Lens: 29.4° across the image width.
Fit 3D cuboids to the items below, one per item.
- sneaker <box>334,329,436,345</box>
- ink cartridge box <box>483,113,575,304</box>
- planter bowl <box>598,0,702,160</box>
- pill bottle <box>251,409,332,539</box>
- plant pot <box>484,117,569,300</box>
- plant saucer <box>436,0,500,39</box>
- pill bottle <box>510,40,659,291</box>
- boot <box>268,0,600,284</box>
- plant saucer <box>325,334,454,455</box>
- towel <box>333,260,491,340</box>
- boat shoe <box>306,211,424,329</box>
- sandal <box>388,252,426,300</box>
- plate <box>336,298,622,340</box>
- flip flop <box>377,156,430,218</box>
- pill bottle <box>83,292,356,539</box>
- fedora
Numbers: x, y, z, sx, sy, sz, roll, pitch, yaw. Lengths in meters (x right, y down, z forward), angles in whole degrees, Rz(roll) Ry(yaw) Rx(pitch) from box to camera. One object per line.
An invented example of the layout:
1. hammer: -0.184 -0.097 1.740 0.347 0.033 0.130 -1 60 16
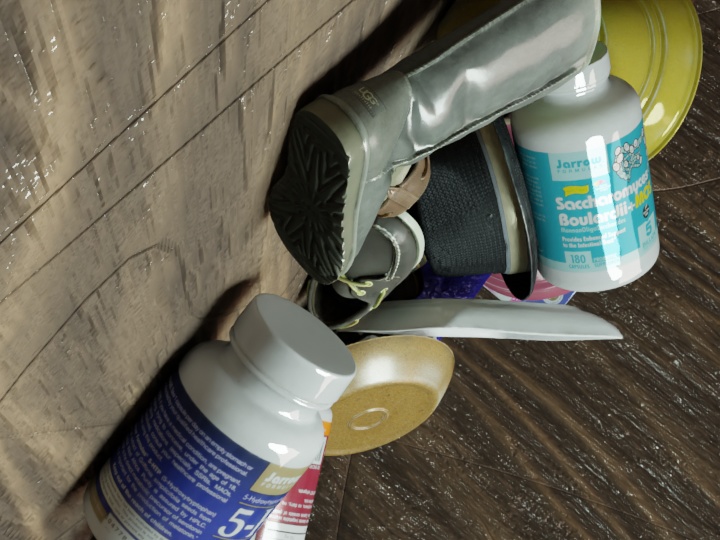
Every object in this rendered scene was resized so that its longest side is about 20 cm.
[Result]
1. sneaker: -0.016 0.078 1.378 0.199 0.076 0.088 -16 136 -22
2. ink cartridge box: 0.204 -0.062 1.651 0.197 0.200 0.043 -52 173 12
3. planter bowl: 0.203 -0.190 1.245 0.083 0.201 0.201 11 127 -41
4. pill bottle: -0.097 0.194 1.105 0.113 0.112 0.201 71 32 -83
5. plant pot: 0.175 -0.079 1.491 0.200 0.200 0.179 -51 158 3
6. plant saucer: 0.131 -0.213 0.936 0.200 0.048 0.200 -53 169 27
7. pill bottle: 0.189 -0.091 1.167 0.111 0.110 0.201 -44 130 -42
8. boot: 0.045 -0.089 0.837 0.200 0.073 0.182 -37 168 -27
9. plant saucer: 0.003 0.132 1.339 0.199 0.036 0.200 -15 150 -9
10. towel: 0.042 0.041 1.442 0.200 0.147 0.050 -55 -145 41
11. boat shoe: 0.000 0.000 1.167 0.061 0.072 0.201 -52 177 -23
12. sandal: 0.021 -0.009 1.262 0.054 0.082 0.200 -29 175 -7
13. plate: 0.109 0.046 1.281 0.200 0.199 0.032 -5 -98 60
14. flip flop: 0.021 -0.068 0.985 0.081 0.058 0.200 -51 174 4
15. pill bottle: -0.097 0.120 0.978 0.200 0.120 0.120 -52 173 16
16. fedora: 0.089 -0.059 1.211 0.091 0.201 0.201 -16 170 -3
